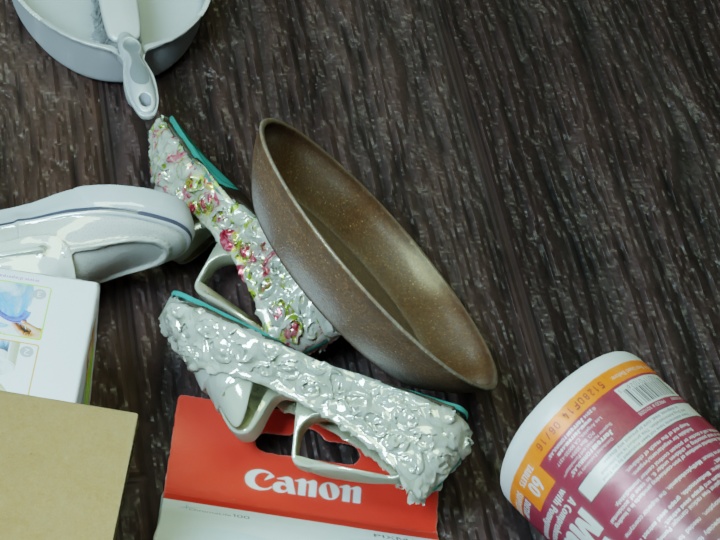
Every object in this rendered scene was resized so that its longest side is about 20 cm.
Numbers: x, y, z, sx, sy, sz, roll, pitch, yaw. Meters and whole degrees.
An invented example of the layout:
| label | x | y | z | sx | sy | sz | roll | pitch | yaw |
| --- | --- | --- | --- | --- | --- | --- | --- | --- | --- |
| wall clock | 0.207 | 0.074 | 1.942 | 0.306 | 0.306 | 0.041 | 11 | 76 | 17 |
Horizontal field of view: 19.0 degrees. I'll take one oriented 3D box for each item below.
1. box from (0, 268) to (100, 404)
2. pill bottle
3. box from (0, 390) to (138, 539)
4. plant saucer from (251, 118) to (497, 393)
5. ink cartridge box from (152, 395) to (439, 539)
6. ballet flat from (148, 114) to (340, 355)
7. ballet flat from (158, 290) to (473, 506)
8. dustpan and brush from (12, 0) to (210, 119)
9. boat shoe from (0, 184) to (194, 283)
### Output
| label | x | y | z | sx | sy | sz | roll | pitch | yaw |
| --- | --- | --- | --- | --- | --- | --- | --- | --- | --- |
| box | -0.201 | 0.108 | 1.109 | 0.100 | 0.113 | 0.201 | 9 | 47 | -4 |
| pill bottle | 0.177 | 0.146 | 1.157 | 0.109 | 0.110 | 0.200 | -28 | 58 | -32 |
| box | -0.213 | 0.119 | 1.007 | 0.198 | 0.021 | 0.164 | 9 | 49 | -2 |
| plant saucer | 0.000 | 0.000 | 1.223 | 0.200 | 0.037 | 0.201 | 45 | 13 | -14 |
| ink cartridge box | -0.031 | 0.144 | 1.157 | 0.158 | 0.047 | 0.201 | 9 | 48 | -4 |
| ballet flat | -0.083 | -0.018 | 1.287 | 0.064 | 0.076 | 0.200 | -42 | 56 | -4 |
| ballet flat | -0.035 | 0.073 | 1.188 | 0.199 | 0.072 | 0.072 | 21 | 46 | 18 |
| dustpan and brush | -0.154 | -0.152 | 1.397 | 0.138 | 0.058 | 0.201 | -3 | 48 | -15 |
| boat shoe | -0.192 | 0.002 | 1.238 | 0.198 | 0.071 | 0.070 | -6 | 56 | -7 |
